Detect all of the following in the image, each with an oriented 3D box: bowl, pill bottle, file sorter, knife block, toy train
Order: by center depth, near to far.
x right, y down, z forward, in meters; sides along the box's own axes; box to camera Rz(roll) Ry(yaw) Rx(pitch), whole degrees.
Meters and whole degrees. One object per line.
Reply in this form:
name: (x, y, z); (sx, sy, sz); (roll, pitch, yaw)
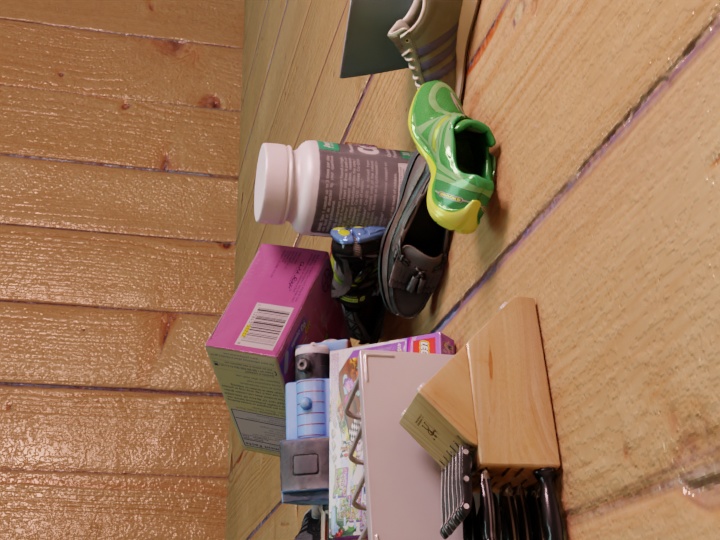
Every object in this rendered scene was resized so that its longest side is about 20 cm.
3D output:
knife block: (0.128, 0.142, 0.871); (0.200, 0.175, 0.064); (-40, -13, -32)
file sorter: (0.060, 0.192, 0.951); (0.125, 0.137, 0.202); (110, 161, -54)
toy train: (-0.040, 0.172, 1.198); (0.114, 0.086, 0.202); (34, -128, -65)
bowl: (0.041, -0.316, 1.244); (0.201, 0.104, 0.203); (-170, 90, -88)
pill bottle: (-0.024, -0.096, 1.286); (0.113, 0.198, 0.115); (-175, 90, -77)

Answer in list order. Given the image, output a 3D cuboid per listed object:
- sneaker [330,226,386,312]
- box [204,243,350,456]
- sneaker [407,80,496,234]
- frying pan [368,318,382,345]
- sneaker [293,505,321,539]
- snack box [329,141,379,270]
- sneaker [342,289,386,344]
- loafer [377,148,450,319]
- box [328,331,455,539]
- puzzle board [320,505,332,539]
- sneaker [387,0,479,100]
sneaker: (0.000, 0.000, 1.259); (0.200, 0.070, 0.084); (94, 175, -72)
box: (-0.093, 0.103, 1.327); (0.201, 0.096, 0.177); (78, -153, -43)
sneaker: (0.101, -0.125, 1.063); (0.084, 0.073, 0.201); (-52, 34, 36)
frying pan: (-0.005, 0.144, 1.383); (0.190, 0.031, 0.116); (88, -157, -65)
sneaker: (-0.078, 0.371, 1.406); (0.076, 0.113, 0.200); (68, 166, -4)
snack box: (-0.001, -0.071, 1.508); (0.142, 0.052, 0.202); (-131, 47, -71)
sneaker: (0.019, 0.000, 1.399); (0.095, 0.079, 0.202); (32, 122, 55)
loafer: (0.066, -0.037, 1.169); (0.063, 0.071, 0.202); (-132, 49, -65)
box: (0.034, 0.174, 1.106); (0.039, 0.136, 0.202); (32, -127, -54)
puzzle board: (-0.005, 0.246, 1.312); (0.150, 0.017, 0.202); (27, -120, -60)
sneaker: (0.070, -0.244, 1.164); (0.067, 0.089, 0.202); (-113, 30, -63)
